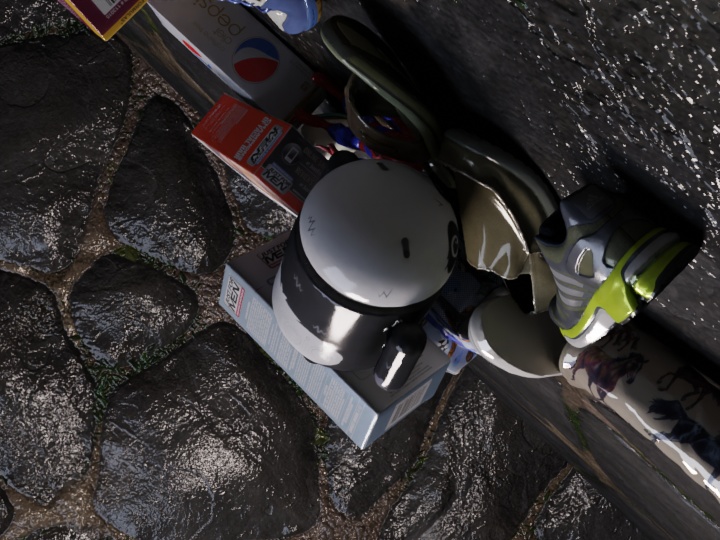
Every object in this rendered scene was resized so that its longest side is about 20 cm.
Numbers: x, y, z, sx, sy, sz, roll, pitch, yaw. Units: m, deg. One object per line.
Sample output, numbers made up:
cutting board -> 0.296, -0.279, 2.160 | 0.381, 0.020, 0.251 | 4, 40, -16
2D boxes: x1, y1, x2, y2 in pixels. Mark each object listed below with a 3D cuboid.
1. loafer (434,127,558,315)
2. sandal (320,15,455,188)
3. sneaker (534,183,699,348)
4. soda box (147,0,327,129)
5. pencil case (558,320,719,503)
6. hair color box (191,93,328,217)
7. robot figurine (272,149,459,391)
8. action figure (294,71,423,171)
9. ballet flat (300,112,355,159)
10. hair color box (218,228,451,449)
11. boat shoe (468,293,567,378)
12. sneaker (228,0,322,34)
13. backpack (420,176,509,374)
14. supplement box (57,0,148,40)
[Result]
loafer -> 0.113, -0.028, 0.710 | 0.200, 0.070, 0.075 | 46, 176, -37
sandal -> 0.025, -0.109, 0.696 | 0.201, 0.057, 0.080 | 44, -166, -52
sneaker -> 0.154, -0.006, 0.611 | 0.081, 0.074, 0.200 | 49, 170, 10
soda box -> -0.130, -0.235, 0.996 | 0.200, 0.068, 0.064 | 43, 177, 7
pencil case -> 0.256, 0.114, 0.746 | 0.200, 0.078, 0.089 | 41, -170, 36
hair color box -> -0.089, -0.111, 0.964 | 0.111, 0.064, 0.200 | 40, 176, -32
robot figurine -> 0.002, 0.001, 0.725 | 0.150, 0.125, 0.200 | 34, 146, 5
action figure -> 0.000, -0.127, 0.856 | 0.052, 0.066, 0.200 | 23, -169, -40
ballet flat -> -0.031, -0.134, 1.058 | 0.069, 0.069, 0.200 | 43, 180, -3
hair color box -> -0.027, 0.054, 0.853 | 0.200, 0.099, 0.061 | 43, 140, 21
boat shoe -> 0.150, 0.063, 0.834 | 0.199, 0.068, 0.072 | 1, -107, -47
sneaker -> -0.098, -0.220, 0.650 | 0.075, 0.088, 0.200 | 39, 176, 33
backpack -> 0.079, 0.003, 0.940 | 0.191, 0.154, 0.200 | 53, -176, 23
supplement box -> -0.282, -0.342, 0.941 | 0.200, 0.131, 0.103 | 40, 174, 38
